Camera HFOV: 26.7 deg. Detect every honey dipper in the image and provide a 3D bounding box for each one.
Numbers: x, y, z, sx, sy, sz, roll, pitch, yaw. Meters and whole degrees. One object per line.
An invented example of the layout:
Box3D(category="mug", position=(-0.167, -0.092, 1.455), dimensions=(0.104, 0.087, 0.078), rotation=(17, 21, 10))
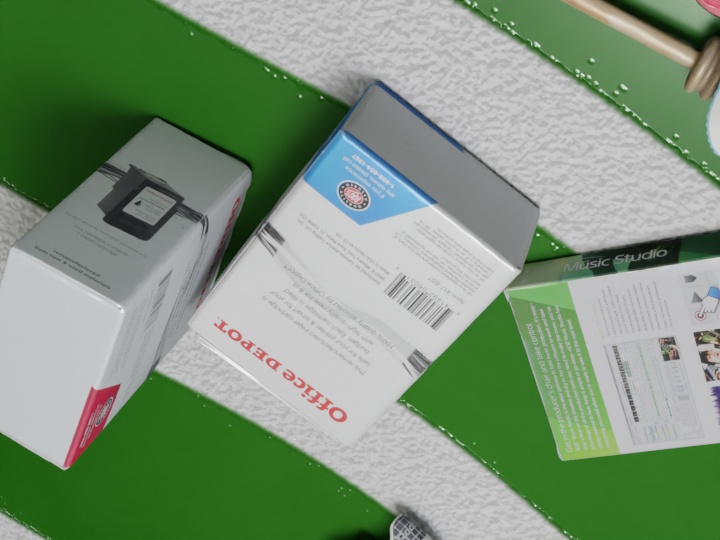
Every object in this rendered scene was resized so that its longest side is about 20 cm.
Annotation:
Box3D(category="honey dipper", position=(0.155, -0.152, 0.907), dimensions=(0.199, 0.038, 0.038), rotation=(30, 125, 4))

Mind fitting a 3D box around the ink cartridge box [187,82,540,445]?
Box3D(category="ink cartridge box", position=(0.000, 0.000, 1.016), dimensions=(0.146, 0.084, 0.200), rotation=(37, 125, -7))

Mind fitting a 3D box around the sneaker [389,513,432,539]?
Box3D(category="sneaker", position=(-0.012, 0.261, 1.196), dimensions=(0.200, 0.076, 0.081), rotation=(-35, 94, 27))

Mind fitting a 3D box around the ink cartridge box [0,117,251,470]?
Box3D(category="ink cartridge box", position=(-0.163, 0.010, 1.008), dimensions=(0.083, 0.200, 0.146), rotation=(28, 125, 5))

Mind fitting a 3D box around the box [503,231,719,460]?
Box3D(category="box", position=(0.210, 0.050, 1.009), dimensions=(0.199, 0.036, 0.145), rotation=(-10, 116, 22))

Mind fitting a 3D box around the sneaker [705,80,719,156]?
Box3D(category="sneaker", position=(0.259, -0.142, 0.823), dimensions=(0.081, 0.076, 0.201), rotation=(37, 122, 50))

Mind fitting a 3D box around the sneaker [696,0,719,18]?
Box3D(category="sneaker", position=(0.186, -0.222, 0.820), dimensions=(0.073, 0.087, 0.201), rotation=(-4, 119, 21))
